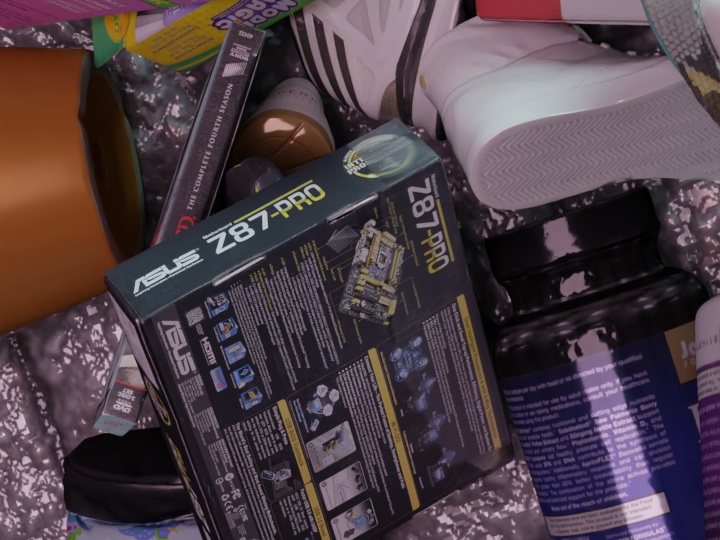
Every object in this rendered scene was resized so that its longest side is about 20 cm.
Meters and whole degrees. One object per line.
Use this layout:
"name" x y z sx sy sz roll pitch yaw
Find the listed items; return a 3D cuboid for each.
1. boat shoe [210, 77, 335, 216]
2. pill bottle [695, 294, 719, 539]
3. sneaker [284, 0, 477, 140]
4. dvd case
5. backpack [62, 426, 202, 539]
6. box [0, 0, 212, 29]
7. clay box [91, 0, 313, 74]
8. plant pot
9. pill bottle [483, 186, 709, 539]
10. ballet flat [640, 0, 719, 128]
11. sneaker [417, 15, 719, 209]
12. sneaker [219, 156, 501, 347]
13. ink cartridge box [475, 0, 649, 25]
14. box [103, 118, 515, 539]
"boat shoe" -0.052 -0.011 1.163 0.071 0.069 0.200 19 124 -5
"pill bottle" 0.209 0.111 0.980 0.111 0.111 0.201 -5 79 22
"sneaker" 0.014 -0.175 1.108 0.115 0.076 0.201 16 105 17
"dvd case" -0.093 -0.016 1.105 0.022 0.146 0.201 17 82 -6
"backpack" -0.077 0.194 1.167 0.163 0.154 0.201 -2 108 15
"box" -0.130 -0.225 1.081 0.200 0.097 0.177 -3 77 38
"clay box" -0.059 -0.183 1.114 0.200 0.048 0.115 -25 60 37
"plant pot" -0.218 -0.039 1.168 0.183 0.200 0.201 -10 93 6
"pill bottle" 0.130 0.067 1.072 0.112 0.112 0.201 -18 91 23
"ballet flat" 0.182 -0.074 0.925 0.069 0.071 0.201 -20 77 -17
"sneaker" 0.129 -0.096 1.064 0.199 0.116 0.074 -8 128 -16
"sneaker" 0.000 0.000 1.098 0.081 0.200 0.074 -39 45 2
"ink cartridge box" 0.153 -0.193 1.004 0.199 0.083 0.147 4 114 24
"box" -0.018 0.048 1.040 0.161 0.200 0.049 -28 41 -13
